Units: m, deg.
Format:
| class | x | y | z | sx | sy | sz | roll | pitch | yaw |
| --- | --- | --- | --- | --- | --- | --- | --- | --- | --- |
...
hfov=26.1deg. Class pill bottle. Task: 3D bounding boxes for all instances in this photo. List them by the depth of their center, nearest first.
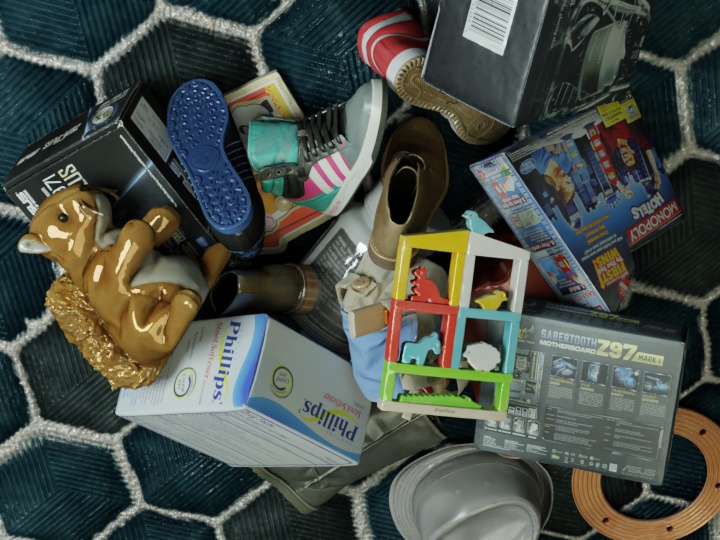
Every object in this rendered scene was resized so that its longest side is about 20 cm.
| class | x | y | z | sx | sy | sz | roll | pitch | yaw |
| --- | --- | --- | --- | --- | --- | --- | --- | --- | --- |
| pill bottle | 0.000 | 0.000 | 1.668 | 0.113 | 0.113 | 0.200 | 33 | 112 | -18 |

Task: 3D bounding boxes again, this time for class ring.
| class | x | y | z | sx | sy | sz | roll | pitch | yaw |
| --- | --- | --- | --- | --- | --- | --- | --- | --- | --- |
| ring | 0.352 | 0.245 | 1.869 | 0.199 | 0.019 | 0.202 | -1 | 118 | -1 |

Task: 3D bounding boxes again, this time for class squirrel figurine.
| class | x | y | z | sx | sy | sz | roll | pitch | yaw |
| --- | --- | --- | --- | --- | --- | --- | --- | --- | --- |
| squirrel figurine | -0.254 | 0.014 | 1.543 | 0.186 | 0.142 | 0.200 | 32 | 123 | -5 |

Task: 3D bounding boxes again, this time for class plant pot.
| class | x | y | z | sx | sy | sz | roll | pitch | yaw |
| --- | --- | --- | --- | --- | --- | --- | --- | --- | --- |
| plant pot | 0.180 | 0.064 | 1.676 | 0.200 | 0.201 | 0.196 | -28 | 108 | 12 |

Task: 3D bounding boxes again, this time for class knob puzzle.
| class | x | y | z | sx | sy | sz | roll | pitch | yaw |
| --- | --- | --- | --- | --- | --- | --- | --- | --- | --- |
| knob puzzle | -0.132 | -0.094 | 1.658 | 0.218 | 0.031 | 0.221 | -1 | 118 | -2 |

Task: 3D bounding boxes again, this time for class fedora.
| class | x | y | z | sx | sy | sz | roll | pitch | yaw |
| --- | --- | --- | --- | --- | --- | --- | --- | --- | --- |
| fedora | 0.136 | 0.296 | 1.844 | 0.198 | 0.090 | 0.178 | -11 | 118 | 3 |

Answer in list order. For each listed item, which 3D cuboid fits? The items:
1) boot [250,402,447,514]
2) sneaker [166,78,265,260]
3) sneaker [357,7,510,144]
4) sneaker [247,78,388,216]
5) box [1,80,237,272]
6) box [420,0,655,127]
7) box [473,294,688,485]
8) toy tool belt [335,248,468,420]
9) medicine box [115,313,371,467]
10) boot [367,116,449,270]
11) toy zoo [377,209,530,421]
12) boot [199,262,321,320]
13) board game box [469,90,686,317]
| class | x | y | z | sx | sy | sz | roll | pitch | yaw |
| --- | --- | --- | --- | --- | --- | --- | --- | --- | --- |
| boot | -0.024 | 0.184 | 1.789 | 0.199 | 0.073 | 0.182 | -30 | 129 | 20 |
| sneaker | -0.145 | -0.100 | 1.572 | 0.070 | 0.201 | 0.078 | -19 | 147 | 1 |
| sneaker | 0.076 | -0.202 | 1.598 | 0.071 | 0.113 | 0.200 | -50 | 141 | 13 |
| sneaker | -0.052 | -0.133 | 1.562 | 0.120 | 0.084 | 0.200 | 11 | 145 | -15 |
| box | -0.241 | -0.068 | 1.616 | 0.163 | 0.086 | 0.200 | -24 | 117 | 25 |
| box | 0.182 | -0.261 | 1.480 | 0.124 | 0.196 | 0.201 | 31 | 122 | 31 |
| box | 0.220 | 0.119 | 1.562 | 0.198 | 0.051 | 0.159 | 9 | 111 | 13 |
| toy tool belt | 0.033 | 0.086 | 1.582 | 0.124 | 0.123 | 0.201 | 6 | 132 | 27 |
| medicine box | -0.119 | 0.131 | 1.631 | 0.199 | 0.104 | 0.182 | -7 | 152 | 40 |
| boot | 0.054 | -0.096 | 1.569 | 0.073 | 0.201 | 0.076 | 11 | 138 | 3 |
| toy zoo | 0.093 | 0.041 | 1.507 | 0.130 | 0.020 | 0.202 | 6 | 95 | -14 |
| boot | -0.137 | 0.025 | 1.643 | 0.096 | 0.075 | 0.199 | 5 | 165 | -39 |
| board game box | 0.236 | -0.057 | 1.600 | 0.199 | 0.062 | 0.201 | -26 | 95 | -34 |
